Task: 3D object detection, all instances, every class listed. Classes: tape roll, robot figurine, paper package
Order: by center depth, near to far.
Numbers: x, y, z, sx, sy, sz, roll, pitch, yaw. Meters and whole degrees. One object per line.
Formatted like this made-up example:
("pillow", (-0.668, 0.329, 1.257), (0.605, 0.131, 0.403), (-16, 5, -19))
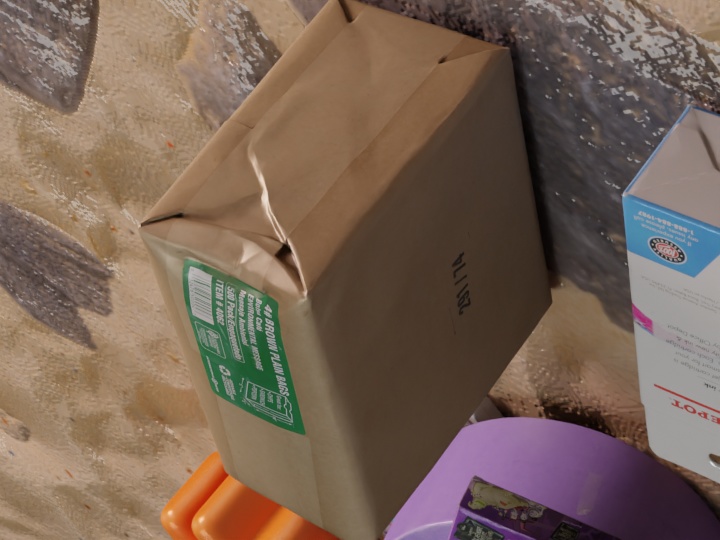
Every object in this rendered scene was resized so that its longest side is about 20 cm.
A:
("paper package", (0.000, 0.000, 1.358), (0.103, 0.191, 0.200), (21, 146, 27))
("tape roll", (0.109, 0.183, 1.569), (0.200, 0.085, 0.200), (16, 138, 15))
("robot figurine", (-0.042, 0.207, 1.783), (0.144, 0.117, 0.200), (-25, 119, 24))

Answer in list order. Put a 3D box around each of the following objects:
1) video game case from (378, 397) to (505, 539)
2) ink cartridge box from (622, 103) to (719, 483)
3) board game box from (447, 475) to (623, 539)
("video game case", (0.044, 0.129, 1.677), (0.200, 0.018, 0.143), (-6, 130, 52))
("ink cartridge box", (0.194, 0.026, 1.307), (0.115, 0.068, 0.200), (23, 148, 25))
("board game box", (0.093, 0.203, 1.515), (0.120, 0.032, 0.200), (25, 139, 11))
